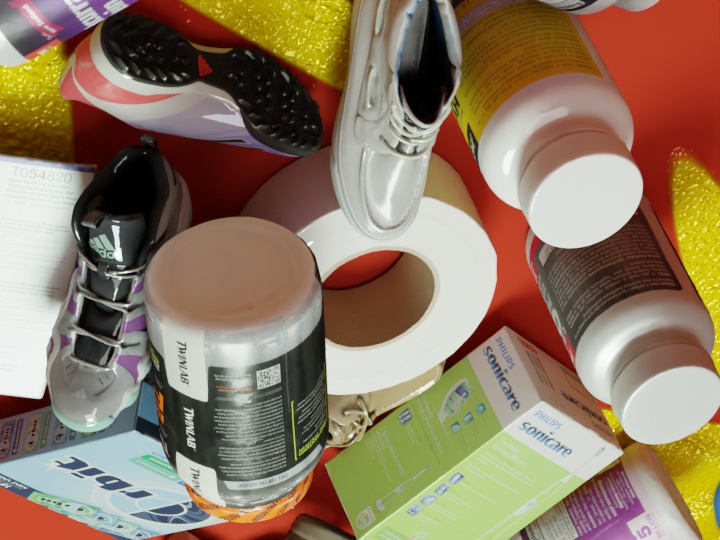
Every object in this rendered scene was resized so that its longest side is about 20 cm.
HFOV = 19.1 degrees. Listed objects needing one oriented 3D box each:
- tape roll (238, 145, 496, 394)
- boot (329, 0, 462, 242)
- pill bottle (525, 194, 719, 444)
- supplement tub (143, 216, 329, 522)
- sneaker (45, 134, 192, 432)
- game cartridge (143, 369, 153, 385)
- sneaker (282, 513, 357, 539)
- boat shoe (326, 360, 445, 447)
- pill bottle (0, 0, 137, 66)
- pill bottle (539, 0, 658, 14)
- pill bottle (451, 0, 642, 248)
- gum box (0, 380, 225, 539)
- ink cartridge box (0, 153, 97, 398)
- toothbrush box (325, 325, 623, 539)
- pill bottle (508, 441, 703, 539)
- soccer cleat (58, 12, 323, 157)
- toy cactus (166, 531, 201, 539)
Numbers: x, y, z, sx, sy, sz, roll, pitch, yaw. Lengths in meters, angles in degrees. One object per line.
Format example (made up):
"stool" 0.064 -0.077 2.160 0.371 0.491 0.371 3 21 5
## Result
"tape roll" 0.000 0.000 1.623 0.200 0.071 0.204 -11 135 -11
"boot" 0.026 -0.106 1.468 0.073 0.096 0.202 -4 109 -15
"pill bottle" 0.206 0.033 1.640 0.110 0.201 0.111 -10 134 -10
"supplement tub" -0.083 0.073 1.477 0.121 0.123 0.201 -11 133 -11
"sneaker" -0.175 0.002 1.460 0.077 0.202 0.140 12 163 6
"game cartridge" -0.131 0.055 1.584 0.198 0.041 0.134 -10 125 25
"sneaker" 0.009 0.277 1.818 0.199 0.070 0.076 31 88 -22
"boat shoe" -0.018 0.114 1.724 0.198 0.065 0.072 -24 136 0
"pill bottle" -0.203 -0.197 1.332 0.199 0.112 0.112 -28 135 6
"pill bottle" 0.119 -0.240 1.416 0.199 0.113 0.113 16 124 -32
"pill bottle" 0.123 -0.112 1.474 0.110 0.201 0.112 -10 134 -11
"gum box" -0.175 0.151 1.649 0.199 0.045 0.169 -17 145 40
"ink cartridge box" -0.300 -0.009 1.501 0.198 0.041 0.201 8 120 -20
"toothbrush box" 0.095 0.158 1.783 0.199 0.087 0.145 -38 142 17
"pill bottle" 0.194 0.247 1.897 0.199 0.113 0.112 -32 134 10
"soccer cleat" -0.115 -0.120 1.482 0.199 0.069 0.073 17 147 -37
"toy cactus" -0.114 0.291 1.846 0.199 0.103 0.165 -29 126 18
